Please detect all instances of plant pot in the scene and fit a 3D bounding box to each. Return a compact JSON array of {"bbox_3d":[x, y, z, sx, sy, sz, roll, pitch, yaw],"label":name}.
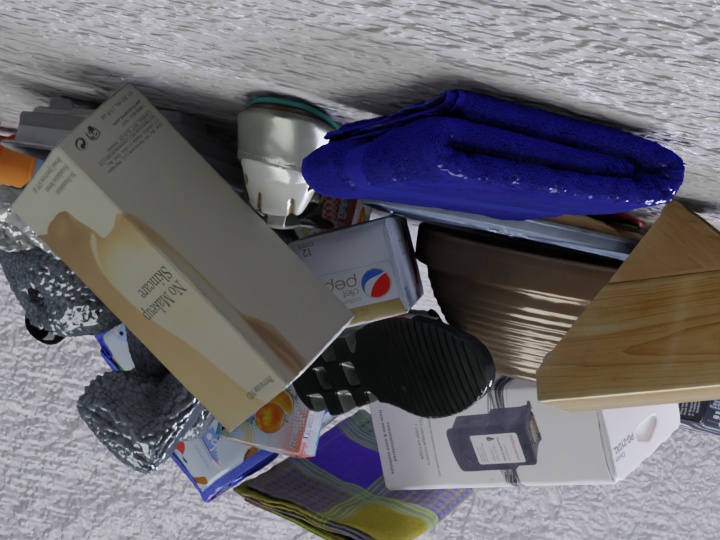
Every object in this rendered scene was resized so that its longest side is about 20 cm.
[{"bbox_3d":[0.131,0.027,1.566,0.200,0.093,0.201,10,-175,-1],"label":"plant pot"}]

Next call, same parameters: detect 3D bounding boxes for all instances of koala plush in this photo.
[{"bbox_3d":[-0.161,0.001,1.511,0.199,0.184,0.177,33,-171,5],"label":"koala plush"}]

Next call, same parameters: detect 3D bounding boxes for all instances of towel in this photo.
[{"bbox_3d":[0.007,0.168,1.787,0.143,0.023,0.200,20,-154,28],"label":"towel"},{"bbox_3d":[0.067,-0.060,1.195,0.147,0.050,0.200,6,177,-20],"label":"towel"}]

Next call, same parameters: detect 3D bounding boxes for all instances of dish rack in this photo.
[{"bbox_3d":[-0.125,-0.075,1.517,0.171,0.044,0.200,10,175,35],"label":"dish rack"}]

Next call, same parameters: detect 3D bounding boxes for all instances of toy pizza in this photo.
[{"bbox_3d":[0.096,-0.038,1.427,0.199,0.032,0.200,12,179,0],"label":"toy pizza"}]

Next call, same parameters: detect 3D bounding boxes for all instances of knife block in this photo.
[{"bbox_3d":[0.228,0.050,1.337,0.176,0.200,0.064,43,-170,26],"label":"knife block"}]

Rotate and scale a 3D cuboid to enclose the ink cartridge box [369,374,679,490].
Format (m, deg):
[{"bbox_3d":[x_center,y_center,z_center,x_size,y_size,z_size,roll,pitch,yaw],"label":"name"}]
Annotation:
[{"bbox_3d":[0.130,0.108,1.750,0.199,0.085,0.145,-5,-166,31],"label":"ink cartridge box"}]

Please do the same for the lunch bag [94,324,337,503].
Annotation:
[{"bbox_3d":[-0.087,0.060,1.755,0.170,0.200,0.124,54,177,6],"label":"lunch bag"}]

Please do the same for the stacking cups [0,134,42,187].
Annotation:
[{"bbox_3d":[-0.224,-0.078,1.740,0.199,0.061,0.060,16,178,30],"label":"stacking cups"}]

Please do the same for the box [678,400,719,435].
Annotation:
[{"bbox_3d":[0.266,0.084,2.032,0.199,0.107,0.122,9,174,41],"label":"box"}]

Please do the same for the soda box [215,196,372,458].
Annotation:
[{"bbox_3d":[-0.048,0.034,1.652,0.068,0.201,0.064,13,176,11],"label":"soda box"}]

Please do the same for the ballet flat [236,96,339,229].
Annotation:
[{"bbox_3d":[-0.043,-0.058,1.364,0.067,0.064,0.200,12,175,1],"label":"ballet flat"}]

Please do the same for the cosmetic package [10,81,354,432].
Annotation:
[{"bbox_3d":[-0.110,-0.006,1.370,0.200,0.071,0.105,46,147,-2],"label":"cosmetic package"}]

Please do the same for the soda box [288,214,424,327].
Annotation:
[{"bbox_3d":[0.000,0.000,1.515,0.068,0.064,0.200,-14,-179,5],"label":"soda box"}]

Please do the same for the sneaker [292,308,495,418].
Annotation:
[{"bbox_3d":[0.038,0.054,1.540,0.088,0.074,0.200,-24,-167,-34],"label":"sneaker"}]
